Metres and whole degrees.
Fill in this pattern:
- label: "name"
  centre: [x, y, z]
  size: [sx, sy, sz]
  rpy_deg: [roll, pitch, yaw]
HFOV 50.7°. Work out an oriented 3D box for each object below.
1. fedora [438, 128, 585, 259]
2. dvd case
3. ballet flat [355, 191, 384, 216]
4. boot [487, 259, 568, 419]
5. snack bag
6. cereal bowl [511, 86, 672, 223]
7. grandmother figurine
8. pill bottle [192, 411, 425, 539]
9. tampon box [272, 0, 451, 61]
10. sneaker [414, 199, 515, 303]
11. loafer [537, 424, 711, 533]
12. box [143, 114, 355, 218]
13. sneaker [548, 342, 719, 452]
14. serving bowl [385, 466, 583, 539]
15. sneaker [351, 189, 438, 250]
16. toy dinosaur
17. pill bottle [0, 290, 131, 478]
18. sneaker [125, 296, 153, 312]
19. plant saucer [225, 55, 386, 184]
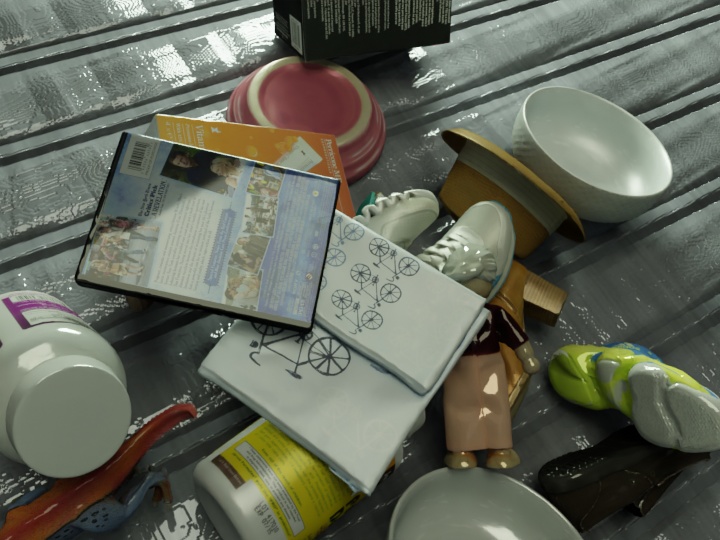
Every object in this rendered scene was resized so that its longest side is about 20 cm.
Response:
- label: "fedora"
  centre: [0.154, -0.073, 0.850]
  size: [0.200, 0.201, 0.082]
  rpy_deg: [39, 93, 14]
- label: "dvd case"
  centre: [-0.125, -0.034, 0.648]
  size: [0.197, 0.018, 0.144]
  rpy_deg: [12, 68, -4]
- label: "ballet flat"
  centre: [0.000, 0.011, 0.806]
  size: [0.071, 0.072, 0.202]
  rpy_deg: [21, 62, 2]
- label: "boot"
  centre: [0.118, 0.069, 0.795]
  size: [0.143, 0.071, 0.202]
  rpy_deg: [23, 62, 17]
- label: "snack bag"
  centre: [-0.016, 0.056, 0.646]
  size: [0.188, 0.021, 0.201]
  rpy_deg: [33, 67, 13]
- label: "cereal bowl"
  centre: [0.270, -0.130, 0.922]
  size: [0.198, 0.084, 0.202]
  rpy_deg: [11, 46, -11]
- label: "grandmother figurine"
  centre: [0.101, 0.076, 0.700]
  size: [0.120, 0.061, 0.203]
  rpy_deg: [0, 87, -5]
- label: "pill bottle"
  centre: [-0.039, 0.162, 0.669]
  size: [0.199, 0.110, 0.109]
  rpy_deg: [-33, 69, -27]
- label: "tampon box"
  centre: [-0.001, -0.358, 0.969]
  size: [0.198, 0.128, 0.150]
  rpy_deg: [-11, 33, -17]
- label: "sneaker"
  centre: [0.082, 0.010, 0.757]
  size: [0.076, 0.081, 0.201]
  rpy_deg: [33, 84, 38]
- label: "loafer"
  centre: [0.262, 0.200, 0.740]
  size: [0.198, 0.073, 0.072]
  rpy_deg: [-12, 91, -19]
- label: "box"
  centre: [-0.117, -0.068, 0.763]
  size: [0.198, 0.097, 0.126]
  rpy_deg: [-1, 66, -35]
- label: "sneaker"
  centre: [0.287, 0.109, 0.746]
  size: [0.104, 0.077, 0.199]
  rpy_deg: [-12, 21, -33]
- label: "serving bowl"
  centre: [0.106, 0.267, 0.642]
  size: [0.198, 0.066, 0.201]
  rpy_deg: [15, 36, -11]
- label: "sneaker"
  centre: [0.000, 0.000, 0.725]
  size: [0.199, 0.075, 0.081]
  rpy_deg: [-36, 64, -4]
- label: "toy dinosaur"
  centre: [-0.248, 0.182, 0.597]
  size: [0.105, 0.202, 0.181]
  rpy_deg: [35, 24, 29]
- label: "pill bottle"
  centre: [-0.255, 0.089, 0.613]
  size: [0.112, 0.113, 0.199]
  rpy_deg: [-29, 25, -26]
- label: "sneaker"
  centre: [-0.205, -0.051, 0.791]
  size: [0.074, 0.071, 0.202]
  rpy_deg: [-2, 58, -6]
- label: "plant saucer"
  centre: [-0.063, -0.190, 0.923]
  size: [0.198, 0.051, 0.203]
  rpy_deg: [6, 58, -9]
